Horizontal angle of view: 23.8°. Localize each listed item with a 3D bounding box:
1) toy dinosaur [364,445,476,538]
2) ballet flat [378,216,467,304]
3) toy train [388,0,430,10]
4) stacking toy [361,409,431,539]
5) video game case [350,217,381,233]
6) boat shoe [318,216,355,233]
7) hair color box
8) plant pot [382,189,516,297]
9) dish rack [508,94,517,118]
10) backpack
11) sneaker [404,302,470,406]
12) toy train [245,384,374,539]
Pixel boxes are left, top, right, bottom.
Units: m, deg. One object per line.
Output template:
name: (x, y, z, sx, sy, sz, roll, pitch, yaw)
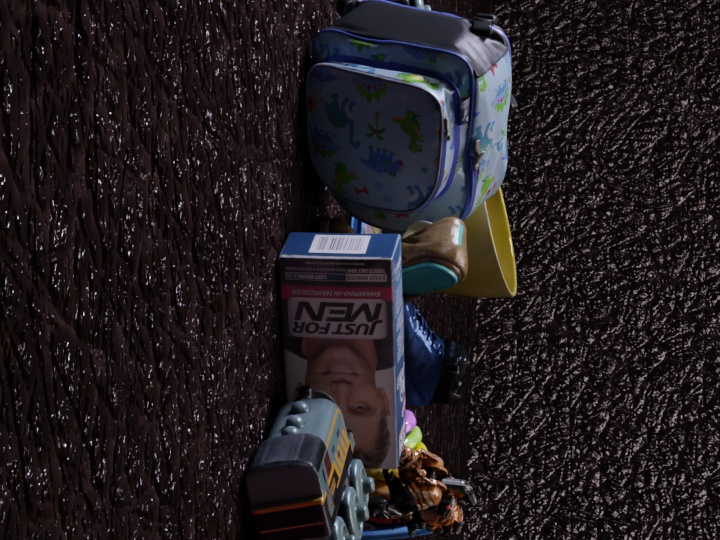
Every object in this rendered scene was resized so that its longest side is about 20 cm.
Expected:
toy dinosaur: (0.048, 0.218, 1.781, 0.102, 0.135, 0.200, -72, 152, -52)
ballet flat: (0.032, -0.007, 1.565, 0.200, 0.068, 0.072, -24, -141, 53)
toy train: (0.034, -0.253, 1.845, 0.200, 0.085, 0.114, 81, 1, -46)
stacking toy: (0.030, 0.192, 1.897, 0.116, 0.109, 0.201, -61, 140, -69)
video game case: (0.006, -0.038, 1.921, 0.143, 0.018, 0.200, 80, 14, -59)
boat shoe: (0.000, 0.000, 1.689, 0.200, 0.068, 0.072, 69, 25, -68)
hair color box: (-0.014, 0.070, 1.475, 0.061, 0.100, 0.201, -70, 159, -66)
plant pot: (0.101, -0.053, 2.099, 0.200, 0.142, 0.201, -12, 90, -79)
dish rack: (0.082, -0.128, 1.876, 0.200, 0.055, 0.154, -31, 162, -45)
backpack: (0.039, -0.131, 1.584, 0.147, 0.183, 0.200, -45, 140, -45)
sneaker: (0.087, 0.088, 2.189, 0.077, 0.111, 0.200, -75, 164, -61)
toy train: (-0.042, 0.171, 1.377, 0.200, 0.085, 0.114, -69, 149, -69)
